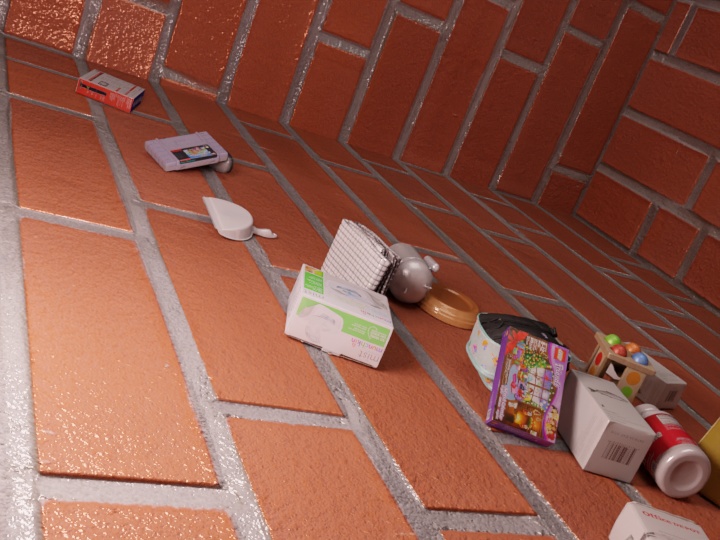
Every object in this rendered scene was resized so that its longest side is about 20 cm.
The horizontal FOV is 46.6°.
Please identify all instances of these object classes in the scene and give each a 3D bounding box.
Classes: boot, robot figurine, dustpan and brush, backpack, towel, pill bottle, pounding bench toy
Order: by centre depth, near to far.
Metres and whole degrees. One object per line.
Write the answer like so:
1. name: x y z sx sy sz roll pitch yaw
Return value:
1. pill bottle: 0.623 0.363 1.717 0.110 0.114 0.201 18 18 -14
2. backpack: 0.323 0.180 1.788 0.196 0.155 0.177 19 24 -19
3. towel: 0.000 0.000 1.879 0.085 0.168 0.200 15 19 -39
4. pounding bench toy: 0.593 0.228 1.985 0.122 0.159 0.200 21 18 -5
5. dustpan and brush: -0.286 -0.111 2.034 0.196 0.058 0.140 4 37 -32
6. robot figurine: 0.111 0.007 2.077 0.167 0.115 0.200 -21 29 -7
7. boot: -0.469 -0.326 2.394 0.198 0.071 0.131 25 24 29

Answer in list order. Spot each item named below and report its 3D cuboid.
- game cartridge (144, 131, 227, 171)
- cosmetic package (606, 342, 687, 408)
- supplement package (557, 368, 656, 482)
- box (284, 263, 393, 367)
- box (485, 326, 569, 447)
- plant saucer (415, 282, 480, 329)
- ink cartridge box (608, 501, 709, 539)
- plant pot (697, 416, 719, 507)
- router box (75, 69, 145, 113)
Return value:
1. game cartridge: -0.481 -0.333 2.319 0.198 0.039 0.129 -18 44 -38
2. cosmetic package: 0.727 0.269 2.166 0.111 0.082 0.200 8 22 -40
3. supplement package: 0.481 0.309 1.683 0.115 0.119 0.201 17 19 -16
4. box: -0.045 0.091 1.680 0.196 0.098 0.177 22 16 -9
5. box: 0.331 0.228 1.647 0.134 0.039 0.203 20 63 -7
6. plant saucer: 0.224 0.084 2.129 0.197 0.038 0.201 22 19 -8
7. ink cartridge box: 0.493 0.469 1.304 0.143 0.086 0.201 20 20 -9
8. plant pot: 0.814 0.407 1.730 0.192 0.198 0.200 0 38 -50
9. router box: -0.802 -0.580 2.692 0.176 0.050 0.201 21 18 -10
